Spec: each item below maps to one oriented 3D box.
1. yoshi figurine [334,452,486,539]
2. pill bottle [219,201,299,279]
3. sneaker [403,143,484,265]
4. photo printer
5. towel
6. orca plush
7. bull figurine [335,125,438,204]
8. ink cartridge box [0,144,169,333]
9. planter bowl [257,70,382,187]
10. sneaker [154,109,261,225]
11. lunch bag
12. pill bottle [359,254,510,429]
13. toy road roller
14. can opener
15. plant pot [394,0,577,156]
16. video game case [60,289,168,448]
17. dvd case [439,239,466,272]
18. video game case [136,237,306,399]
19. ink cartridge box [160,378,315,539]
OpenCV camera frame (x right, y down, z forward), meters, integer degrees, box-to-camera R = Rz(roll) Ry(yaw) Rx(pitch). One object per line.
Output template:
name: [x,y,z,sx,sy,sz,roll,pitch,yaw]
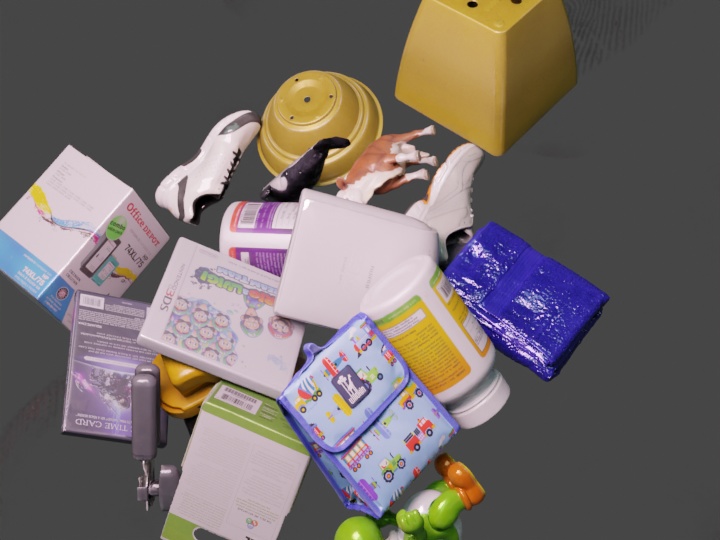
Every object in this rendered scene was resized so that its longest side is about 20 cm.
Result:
yoshi figurine: [0.046,0.299,1.274,0.200,0.113,0.112,-44,52,-8]
pill bottle: [-0.085,-0.036,1.469,0.196,0.112,0.113,3,64,15]
sneaker: [0.129,-0.084,1.465,0.091,0.076,0.201,31,65,11]
photo printer: [0.000,0.000,1.374,0.196,0.070,0.169,15,100,-8]
towel: [0.205,0.034,1.387,0.199,0.050,0.148,34,75,21]
orca plush: [-0.071,-0.124,1.496,0.071,0.199,0.105,48,43,-8]
bull figurine: [0.038,-0.142,1.471,0.119,0.066,0.201,-10,26,19]
ink cartridge box: [-0.407,-0.039,1.529,0.145,0.147,0.201,32,75,26]
planter bowl: [-0.070,-0.232,1.581,0.196,0.084,0.204,-6,62,11]
sneaker: [-0.211,-0.150,1.588,0.080,0.074,0.200,40,86,22]
lunch bag: [-0.004,0.161,1.261,0.150,0.094,0.201,-43,106,-23]
pill bottle: [0.097,0.092,1.311,0.111,0.111,0.201,-39,104,-8]
toy road roller: [-0.182,0.117,1.394,0.198,0.147,0.124,-28,60,-2]
can opener: [-0.255,0.216,1.355,0.065,0.204,0.054,4,24,-3]
plant pot: [0.179,-0.320,1.486,0.199,0.178,0.200,34,61,26]
video game case: [-0.325,0.132,1.446,0.141,0.019,0.204,13,60,-27]
dvd case: [0.079,0.045,1.442,0.146,0.016,0.202,18,69,21]
video game case: [-0.167,0.059,1.373,0.197,0.024,0.184,22,43,-9]
ink cartridge box: [-0.149,0.261,1.328,0.146,0.076,0.203,22,108,2]
